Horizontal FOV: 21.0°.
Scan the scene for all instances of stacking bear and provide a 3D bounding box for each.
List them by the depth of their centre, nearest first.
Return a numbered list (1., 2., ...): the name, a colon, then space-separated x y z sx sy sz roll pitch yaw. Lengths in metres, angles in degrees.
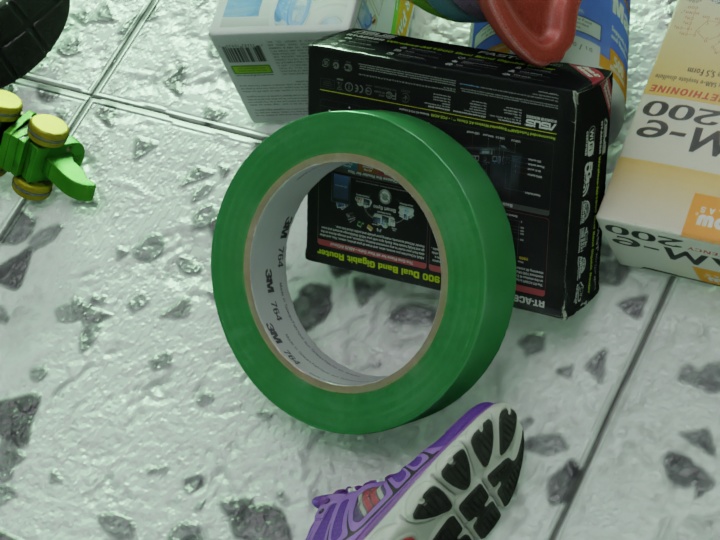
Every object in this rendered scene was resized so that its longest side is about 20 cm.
1. stacking bear: 0.058 -0.215 1.272 0.199 0.114 0.122 17 72 54

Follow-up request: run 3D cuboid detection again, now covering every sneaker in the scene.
1. sneaker: 0.014 0.145 1.177 0.200 0.081 0.083 -41 47 -10
2. sneaker: -0.330 -0.182 1.530 0.200 0.076 0.115 -42 55 -9

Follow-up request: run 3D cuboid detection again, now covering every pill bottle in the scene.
1. pill bottle: 0.132 -0.183 1.344 0.111 0.112 0.202 -3 55 17

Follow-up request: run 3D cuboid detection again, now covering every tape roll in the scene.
1. tape roll: 0.000 0.000 1.228 0.199 0.048 0.203 3 95 29

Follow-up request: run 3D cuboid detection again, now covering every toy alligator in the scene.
1. toy alligator: -0.273 -0.109 1.456 0.199 0.060 0.054 28 29 13

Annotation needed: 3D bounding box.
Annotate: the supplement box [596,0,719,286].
1. supplement box: 0.246 -0.092 1.246 0.125 0.074 0.202 13 70 27

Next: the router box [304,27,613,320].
1. router box: 0.061 -0.066 1.259 0.198 0.151 0.062 14 23 27

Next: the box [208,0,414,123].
1. box: -0.023 -0.219 1.430 0.111 0.102 0.202 1 56 20
